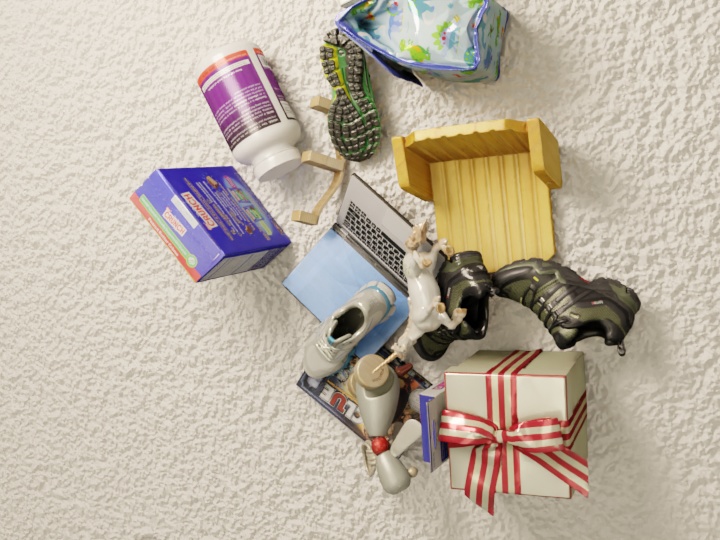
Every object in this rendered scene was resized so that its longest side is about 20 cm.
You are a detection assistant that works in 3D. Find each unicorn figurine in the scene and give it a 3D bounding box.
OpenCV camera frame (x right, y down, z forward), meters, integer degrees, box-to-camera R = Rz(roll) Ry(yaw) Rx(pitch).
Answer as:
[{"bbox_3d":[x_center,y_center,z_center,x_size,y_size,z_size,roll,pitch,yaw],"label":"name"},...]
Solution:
[{"bbox_3d":[0.085,0.041,1.141,0.074,0.137,0.200,11,76,-20],"label":"unicorn figurine"}]

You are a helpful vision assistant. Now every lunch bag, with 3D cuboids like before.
[{"bbox_3d":[0.083,-0.316,1.131,0.200,0.170,0.128,12,100,16],"label":"lunch bag"}]

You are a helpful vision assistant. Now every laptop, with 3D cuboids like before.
[{"bbox_3d":[0.000,0.000,1.240,0.187,0.116,0.200,43,149,13],"label":"laptop"}]

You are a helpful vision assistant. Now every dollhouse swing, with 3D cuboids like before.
[{"bbox_3d":[0.163,-0.091,1.142,0.200,0.182,0.176,-3,84,24],"label":"dollhouse swing"}]

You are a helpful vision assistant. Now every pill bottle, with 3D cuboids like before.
[{"bbox_3d":[-0.166,-0.241,1.288,0.112,0.112,0.200,-28,84,24],"label":"pill bottle"}]

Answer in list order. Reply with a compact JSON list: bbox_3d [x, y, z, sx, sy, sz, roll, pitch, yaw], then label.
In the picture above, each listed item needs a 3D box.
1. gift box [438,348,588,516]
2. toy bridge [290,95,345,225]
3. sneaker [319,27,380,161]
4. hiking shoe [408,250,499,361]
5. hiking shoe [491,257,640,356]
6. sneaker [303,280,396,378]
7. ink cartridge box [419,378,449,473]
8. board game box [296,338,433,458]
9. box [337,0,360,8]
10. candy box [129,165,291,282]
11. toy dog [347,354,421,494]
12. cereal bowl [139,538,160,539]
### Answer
[{"bbox_3d":[0.221,0.216,1.134,0.184,0.187,0.200,-7,93,25],"label":"gift box"},{"bbox_3d":[-0.056,-0.165,1.272,0.027,0.067,0.200,-2,77,56],"label":"toy bridge"},{"bbox_3d":[-0.008,-0.259,1.243,0.078,0.085,0.200,-2,110,10],"label":"sneaker"},{"bbox_3d":[0.129,0.071,1.180,0.101,0.076,0.200,-114,33,-42],"label":"hiking shoe"},{"bbox_3d":[0.265,0.050,1.126,0.200,0.076,0.101,13,59,22],"label":"hiking shoe"},{"bbox_3d":[-0.035,0.095,1.231,0.075,0.087,0.200,45,122,10],"label":"sneaker"},{"bbox_3d":[0.119,0.206,1.170,0.037,0.200,0.095,-2,95,24],"label":"ink cartridge box"},{"bbox_3d":[0.012,0.184,1.305,0.200,0.035,0.136,36,109,16],"label":"board game box"},{"bbox_3d":[-0.007,-0.484,1.207,0.095,0.078,0.200,-17,90,25],"label":"box"},{"bbox_3d":[-0.223,-0.076,1.286,0.077,0.200,0.169,-43,79,22],"label":"candy box"},{"bbox_3d":[0.049,0.212,1.224,0.096,0.132,0.200,-13,97,-14],"label":"toy dog"},{"bbox_3d":[-0.387,0.590,1.506,0.200,0.083,0.200,3,96,24],"label":"cereal bowl"}]
